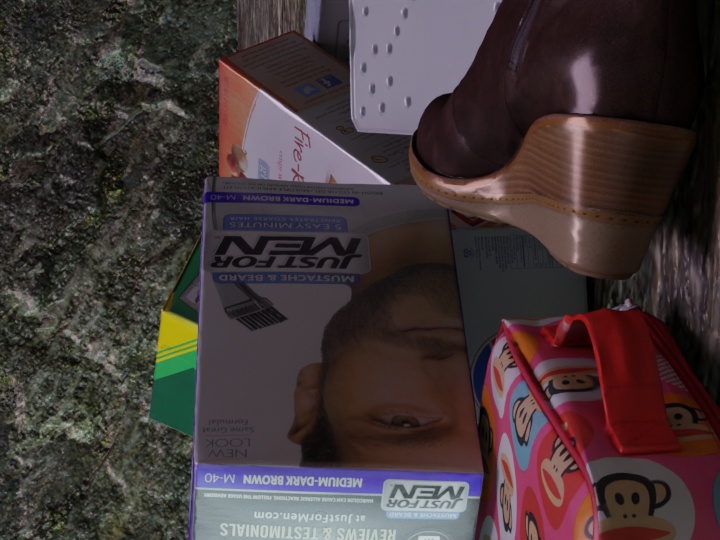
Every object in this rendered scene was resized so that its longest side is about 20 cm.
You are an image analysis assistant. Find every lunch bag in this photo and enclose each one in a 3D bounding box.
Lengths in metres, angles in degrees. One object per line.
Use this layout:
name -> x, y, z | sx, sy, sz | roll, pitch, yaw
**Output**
lunch bag -> 0.085, 0.096, 0.727 | 0.200, 0.082, 0.177 | -108, 18, -70

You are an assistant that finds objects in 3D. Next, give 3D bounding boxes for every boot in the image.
boot -> 0.080, -0.097, 0.792 | 0.200, 0.072, 0.167 | -140, 57, -68

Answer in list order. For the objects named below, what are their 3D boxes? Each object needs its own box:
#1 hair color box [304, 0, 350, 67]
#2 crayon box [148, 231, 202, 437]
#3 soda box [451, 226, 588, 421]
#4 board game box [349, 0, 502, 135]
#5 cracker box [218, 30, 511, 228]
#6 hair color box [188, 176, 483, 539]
hair color box -> 0.018, -0.116, 1.176 | 0.200, 0.099, 0.061 | 97, 169, -52
crayon box -> -0.068, -0.010, 1.340 | 0.173, 0.058, 0.200 | 105, -172, -63
soda box -> 0.070, 0.083, 0.938 | 0.068, 0.064, 0.200 | 126, 143, -79
board game box -> 0.050, -0.161, 0.942 | 0.200, 0.026, 0.200 | 11, 103, 63
cracker box -> 0.004, -0.020, 1.090 | 0.200, 0.058, 0.134 | 37, 139, 36
hair color box -> -0.013, 0.039, 0.849 | 0.200, 0.109, 0.065 | -94, 8, -54
